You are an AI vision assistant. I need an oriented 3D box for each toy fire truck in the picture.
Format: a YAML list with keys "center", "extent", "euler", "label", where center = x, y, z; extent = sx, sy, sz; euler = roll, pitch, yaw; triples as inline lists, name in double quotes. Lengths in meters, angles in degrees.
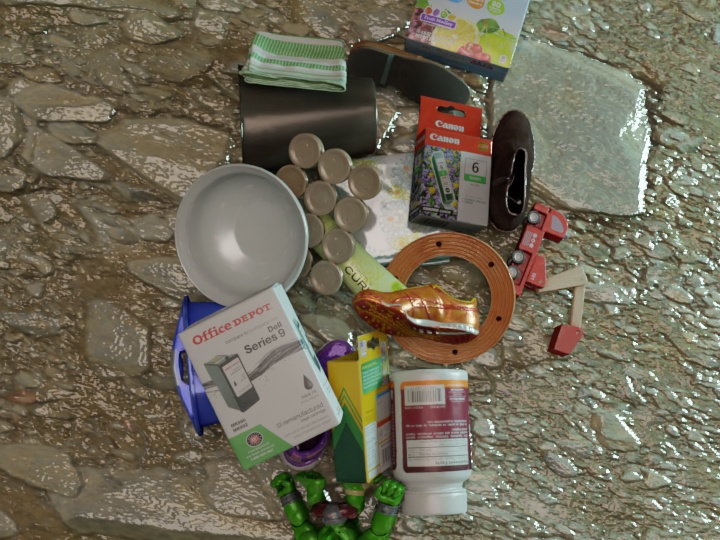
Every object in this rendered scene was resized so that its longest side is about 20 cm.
- center: [0.286, 0.013, 1.554]
  extent: [0.140, 0.049, 0.201]
  euler: [23, 81, 2]
  label: "toy fire truck"

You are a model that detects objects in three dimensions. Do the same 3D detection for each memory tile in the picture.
- center: [-0.064, -0.080, 1.475]
  extent: [0.153, 0.017, 0.201]
  euler: [27, 106, 14]
  label: "memory tile"

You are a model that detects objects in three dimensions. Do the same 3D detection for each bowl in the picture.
- center: [-0.152, -0.051, 1.454]
  extent: [0.200, 0.090, 0.202]
  euler: [3, 98, 19]
  label: "bowl"

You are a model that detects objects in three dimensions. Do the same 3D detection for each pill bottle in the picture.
- center: [0.101, 0.244, 1.483]
  extent: [0.113, 0.114, 0.201]
  euler: [-1, 82, -1]
  label: "pill bottle"

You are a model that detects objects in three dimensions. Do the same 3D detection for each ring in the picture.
- center: [0.128, 0.040, 1.532]
  extent: [0.199, 0.019, 0.202]
  euler: [1, 103, 4]
  label: "ring"

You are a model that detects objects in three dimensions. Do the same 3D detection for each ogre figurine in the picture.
- center: [-0.033, 0.350, 1.470]
  extent: [0.199, 0.098, 0.121]
  euler: [-1, 92, 5]
  label: "ogre figurine"

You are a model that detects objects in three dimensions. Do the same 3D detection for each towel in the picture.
- center: [-0.095, -0.312, 1.533]
  extent: [0.152, 0.200, 0.024]
  euler: [6, 118, -3]
  label: "towel"
- center: [0.044, -0.088, 1.568]
  extent: [0.199, 0.048, 0.172]
  euler: [-6, 79, -2]
  label: "towel"

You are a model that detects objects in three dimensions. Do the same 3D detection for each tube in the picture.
- center: [0.000, 0.000, 1.504]
  extent: [0.200, 0.052, 0.058]
  euler: [46, 110, 5]
  label: "tube"

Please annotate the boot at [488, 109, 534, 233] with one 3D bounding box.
- center: [0.230, -0.158, 1.519]
  extent: [0.072, 0.166, 0.201]
  euler: [8, 81, 0]
  label: "boot"

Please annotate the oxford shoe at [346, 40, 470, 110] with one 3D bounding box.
- center: [0.078, -0.308, 1.593]
  extent: [0.199, 0.071, 0.072]
  euler: [22, 122, -11]
  label: "oxford shoe"

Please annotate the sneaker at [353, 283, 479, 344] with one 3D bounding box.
- center: [0.077, 0.053, 1.472]
  extent: [0.199, 0.073, 0.078]
  euler: [14, 59, -27]
  label: "sneaker"

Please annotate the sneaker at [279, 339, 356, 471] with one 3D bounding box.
- center: [-0.057, 0.194, 1.501]
  extent: [0.080, 0.088, 0.201]
  euler: [22, 80, 4]
  label: "sneaker"

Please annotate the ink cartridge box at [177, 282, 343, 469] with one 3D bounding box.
- center: [-0.131, 0.137, 1.368]
  extent: [0.145, 0.084, 0.201]
  euler: [-26, 92, 3]
  label: "ink cartridge box"

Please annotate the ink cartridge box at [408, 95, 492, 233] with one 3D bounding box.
- center: [0.136, -0.163, 1.536]
  extent: [0.108, 0.050, 0.201]
  euler: [9, 76, -15]
  label: "ink cartridge box"

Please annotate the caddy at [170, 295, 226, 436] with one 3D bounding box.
- center: [-0.219, 0.133, 1.481]
  extent: [0.104, 0.141, 0.201]
  euler: [-7, 81, -5]
  label: "caddy"

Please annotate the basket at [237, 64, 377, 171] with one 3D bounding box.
- center: [-0.080, -0.228, 1.544]
  extent: [0.199, 0.136, 0.181]
  euler: [-3, 57, -7]
  label: "basket"

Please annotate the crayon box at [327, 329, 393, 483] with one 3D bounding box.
- center: [0.002, 0.186, 1.464]
  extent: [0.051, 0.126, 0.201]
  euler: [-3, 92, 20]
  label: "crayon box"

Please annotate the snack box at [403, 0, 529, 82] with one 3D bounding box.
- center: [0.174, -0.416, 1.607]
  extent: [0.168, 0.068, 0.201]
  euler: [16, 80, 2]
  label: "snack box"
